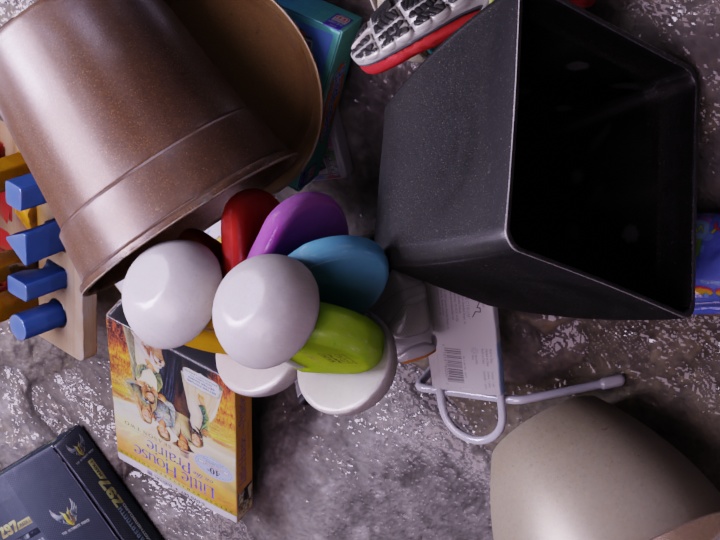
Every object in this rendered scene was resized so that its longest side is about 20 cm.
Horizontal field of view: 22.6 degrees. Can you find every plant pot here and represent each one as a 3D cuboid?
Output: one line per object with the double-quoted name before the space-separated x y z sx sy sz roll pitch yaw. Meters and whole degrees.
"plant pot" 0.121 -0.068 1.342 0.177 0.199 0.201 -16 63 47
"plant pot" -0.116 -0.151 1.465 0.199 0.027 0.201 11 118 22
"plant pot" -0.182 -0.117 1.392 0.200 0.200 0.199 -33 90 34

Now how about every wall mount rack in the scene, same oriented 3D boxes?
"wall mount rack" 0.123 0.044 1.494 0.173 0.075 0.201 5 116 28

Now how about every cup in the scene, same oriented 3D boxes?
"cup" 0.184 0.189 1.476 0.200 0.200 0.144 -45 64 35

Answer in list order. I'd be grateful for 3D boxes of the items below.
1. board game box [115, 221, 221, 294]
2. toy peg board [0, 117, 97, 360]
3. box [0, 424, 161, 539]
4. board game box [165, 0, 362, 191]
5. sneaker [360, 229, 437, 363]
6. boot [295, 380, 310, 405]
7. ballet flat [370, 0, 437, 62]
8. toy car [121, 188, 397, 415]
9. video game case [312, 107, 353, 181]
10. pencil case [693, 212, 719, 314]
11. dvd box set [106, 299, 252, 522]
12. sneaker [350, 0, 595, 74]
"board game box" -0.143 0.001 1.606 0.153 0.040 0.200 -28 104 36
"toy peg board" -0.337 -0.030 1.628 0.199 0.098 0.201 27 126 38
"box" -0.312 0.263 1.823 0.200 0.051 0.158 -30 97 34
"board game box" -0.111 -0.175 1.494 0.199 0.045 0.153 26 122 13
"sneaker" 0.000 0.000 1.497 0.200 0.075 0.092 31 127 49
"boot" -0.063 0.053 1.479 0.200 0.070 0.132 -39 67 53
"ballet flat" 0.027 -0.258 1.401 0.069 0.069 0.201 5 116 24
"toy car" -0.062 0.012 1.339 0.199 0.175 0.151 9 73 36
"video game case" -0.112 -0.140 1.550 0.199 0.018 0.144 -4 112 28
"pencil case" 0.306 -0.001 1.371 0.199 0.087 0.078 3 137 26
"dvd box set" -0.165 0.131 1.660 0.146 0.029 0.201 26 139 21
"sneaker" 0.090 -0.188 1.363 0.199 0.077 0.085 -24 122 9
